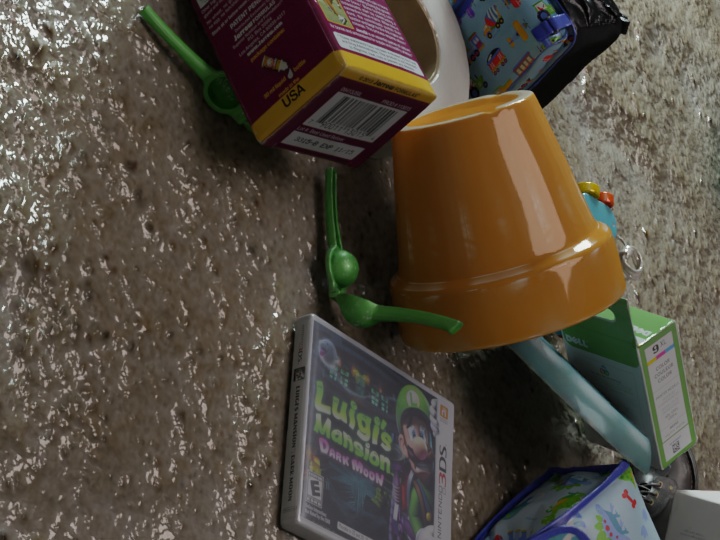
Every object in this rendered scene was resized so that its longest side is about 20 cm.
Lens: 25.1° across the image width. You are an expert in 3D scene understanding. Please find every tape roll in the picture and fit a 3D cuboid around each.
[{"bbox_3d":[0.016,-0.207,1.473,0.202,0.071,0.203,30,50,-44],"label":"tape roll"}]

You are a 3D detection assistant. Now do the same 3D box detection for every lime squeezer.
[{"bbox_3d":[-0.097,-0.152,1.314,0.200,0.038,0.071,23,58,-46],"label":"lime squeezer"},{"bbox_3d":[0.000,0.000,1.335,0.038,0.071,0.200,11,33,-48],"label":"lime squeezer"}]

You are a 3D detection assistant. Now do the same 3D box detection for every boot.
[{"bbox_3d":[0.274,0.235,1.612,0.174,0.069,0.200,14,64,-52],"label":"boot"}]

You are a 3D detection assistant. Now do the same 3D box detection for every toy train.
[{"bbox_3d":[0.220,-0.008,1.679,0.200,0.056,0.150,-35,104,-53],"label":"toy train"}]

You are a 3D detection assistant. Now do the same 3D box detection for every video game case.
[{"bbox_3d":[0.011,0.155,1.322,0.200,0.023,0.182,34,47,-41],"label":"video game case"}]

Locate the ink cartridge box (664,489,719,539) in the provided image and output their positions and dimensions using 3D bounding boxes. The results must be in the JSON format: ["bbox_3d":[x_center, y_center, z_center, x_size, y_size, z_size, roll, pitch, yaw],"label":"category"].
[{"bbox_3d":[0.345,0.323,1.602,0.116,0.067,0.200,10,92,-51],"label":"ink cartridge box"}]

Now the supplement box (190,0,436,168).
[{"bbox_3d":[-0.048,-0.197,1.300,0.131,0.103,0.200,10,48,-52],"label":"supplement box"}]

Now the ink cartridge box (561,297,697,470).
[{"bbox_3d":[0.257,0.087,1.574,0.059,0.104,0.200,-33,122,-28],"label":"ink cartridge box"}]

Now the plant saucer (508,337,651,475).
[{"bbox_3d":[0.201,0.111,1.504,0.200,0.027,0.200,42,4,-3],"label":"plant saucer"}]

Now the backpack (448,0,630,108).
[{"bbox_3d":[0.135,-0.263,1.583,0.134,0.183,0.200,-19,74,-43],"label":"backpack"}]

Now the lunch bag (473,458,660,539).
[{"bbox_3d":[0.182,0.286,1.418,0.200,0.127,0.170,-31,99,-38],"label":"lunch bag"}]

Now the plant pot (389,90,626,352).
[{"bbox_3d":[0.110,-0.050,1.380,0.200,0.200,0.184,-32,111,-56],"label":"plant pot"}]
